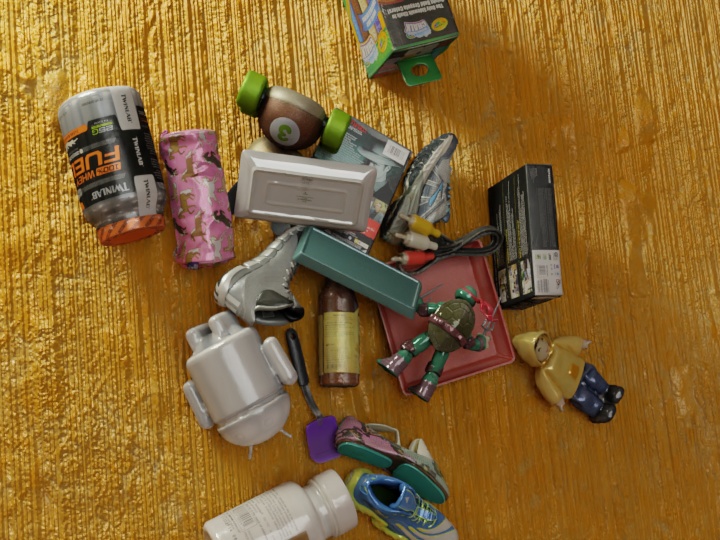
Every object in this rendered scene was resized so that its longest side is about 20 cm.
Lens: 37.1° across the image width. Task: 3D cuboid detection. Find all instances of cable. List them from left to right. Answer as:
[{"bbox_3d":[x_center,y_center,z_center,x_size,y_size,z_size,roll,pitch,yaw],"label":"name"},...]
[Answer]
[{"bbox_3d":[0.131,-0.030,1.631,0.197,0.050,0.099,7,102,-22],"label":"cable"}]

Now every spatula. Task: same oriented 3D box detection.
[{"bbox_3d":[-0.076,0.183,1.581,0.056,0.020,0.203,-15,82,-32],"label":"spatula"}]

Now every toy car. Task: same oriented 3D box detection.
[{"bbox_3d":[-0.125,-0.162,1.572,0.162,0.158,0.203,23,91,-4],"label":"toy car"}]

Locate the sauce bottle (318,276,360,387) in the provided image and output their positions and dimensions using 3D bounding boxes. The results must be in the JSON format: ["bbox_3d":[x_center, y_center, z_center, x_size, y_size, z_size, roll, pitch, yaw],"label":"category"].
[{"bbox_3d":[-0.032,0.072,1.594,0.065,0.066,0.204,3,81,-17],"label":"sauce bottle"}]

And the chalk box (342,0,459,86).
[{"bbox_3d":[0.066,-0.384,1.680,0.123,0.124,0.203,-16,86,-20],"label":"chalk box"}]

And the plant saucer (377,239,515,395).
[{"bbox_3d":[0.122,0.072,1.659,0.197,0.037,0.203,-15,85,-20],"label":"plant saucer"}]

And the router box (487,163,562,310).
[{"bbox_3d":[0.253,-0.049,1.663,0.050,0.149,0.204,0,80,-17],"label":"router box"}]

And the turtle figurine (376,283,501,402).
[{"bbox_3d":[0.121,0.087,1.588,0.149,0.101,0.201,37,81,4],"label":"turtle figurine"}]

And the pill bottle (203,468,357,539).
[{"bbox_3d":[-0.109,0.361,1.490,0.198,0.114,0.116,-24,88,-20],"label":"pill bottle"}]

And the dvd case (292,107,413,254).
[{"bbox_3d":[-0.018,-0.132,1.659,0.144,0.022,0.203,27,74,-12],"label":"dvd case"}]

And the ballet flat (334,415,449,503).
[{"bbox_3d":[0.054,0.272,1.591,0.198,0.069,0.072,29,51,-11],"label":"ballet flat"}]

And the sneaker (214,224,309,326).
[{"bbox_3d":[-0.106,0.020,1.545,0.115,0.076,0.199,39,56,21],"label":"sneaker"}]

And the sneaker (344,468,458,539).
[{"bbox_3d":[0.067,0.356,1.552,0.198,0.105,0.077,30,73,-10],"label":"sneaker"}]

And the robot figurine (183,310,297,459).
[{"bbox_3d":[-0.170,0.159,1.507,0.168,0.113,0.203,-27,89,20],"label":"robot figurine"}]

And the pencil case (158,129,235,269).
[{"bbox_3d":[-0.235,-0.104,1.538,0.086,0.082,0.204,-9,92,-40],"label":"pencil case"}]

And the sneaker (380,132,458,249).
[{"bbox_3d":[0.107,-0.119,1.677,0.086,0.077,0.202,31,81,-17],"label":"sneaker"}]

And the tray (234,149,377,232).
[{"bbox_3d":[-0.079,-0.109,1.538,0.196,0.022,0.109,6,118,-9],"label":"tray"}]

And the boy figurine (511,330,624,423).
[{"bbox_3d":[0.324,0.153,1.686,0.199,0.064,0.125,40,71,-17],"label":"boy figurine"}]

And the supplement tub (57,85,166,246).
[{"bbox_3d":[-0.343,-0.145,1.503,0.121,0.122,0.203,-15,85,-19],"label":"supplement tub"}]

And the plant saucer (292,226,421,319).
[{"bbox_3d":[0.000,0.000,1.558,0.198,0.019,0.071,27,47,-9],"label":"plant saucer"}]
